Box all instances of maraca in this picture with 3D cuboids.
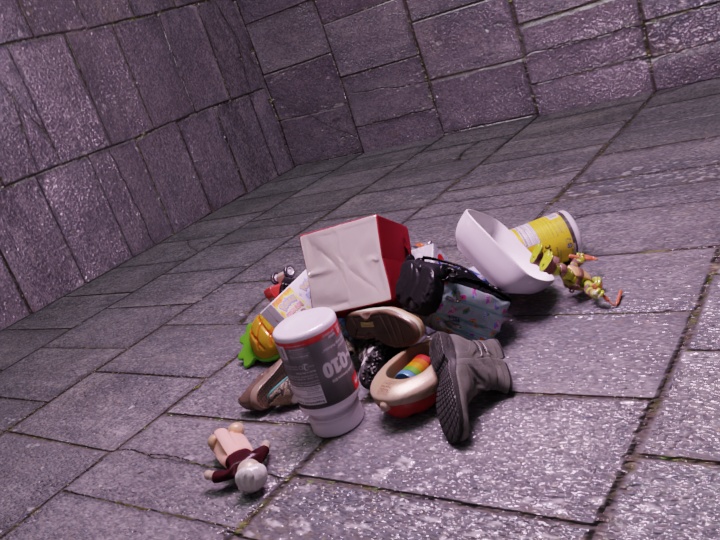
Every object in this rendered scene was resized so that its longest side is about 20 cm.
[{"bbox_3d":[-0.204,0.146,1.641,0.199,0.107,0.138,-26,45,30],"label":"maraca"}]

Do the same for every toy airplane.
[{"bbox_3d":[-0.118,0.073,1.762,0.198,0.142,0.200,-7,-17,6],"label":"toy airplane"}]

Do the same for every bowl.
[{"bbox_3d":[0.280,-0.024,1.451,0.075,0.200,0.199,-50,-26,19],"label":"bowl"}]

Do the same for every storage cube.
[{"bbox_3d":[0.000,0.000,1.471,0.199,0.172,0.180,-13,-9,20],"label":"storage cube"}]

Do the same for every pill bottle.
[{"bbox_3d":[0.374,-0.048,1.596,0.199,0.112,0.111,-20,18,-3],"label":"pill bottle"},{"bbox_3d":[-0.067,0.176,1.253,0.113,0.201,0.114,-17,18,6],"label":"pill bottle"}]

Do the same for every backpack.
[{"bbox_3d":[0.175,0.058,1.349,0.199,0.127,0.167,21,7,-22],"label":"backpack"}]

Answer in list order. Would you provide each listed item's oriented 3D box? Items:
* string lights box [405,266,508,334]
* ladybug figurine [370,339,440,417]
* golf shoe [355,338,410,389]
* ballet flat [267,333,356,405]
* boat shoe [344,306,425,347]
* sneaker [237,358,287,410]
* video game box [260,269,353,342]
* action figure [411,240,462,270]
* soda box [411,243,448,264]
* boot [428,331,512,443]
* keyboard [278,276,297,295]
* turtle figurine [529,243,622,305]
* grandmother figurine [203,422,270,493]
[{"bbox_3d":[0.202,0.058,1.551,0.199,0.059,0.103,-24,19,-13],"label":"string lights box"},{"bbox_3d":[0.098,0.190,1.251,0.135,0.072,0.200,1,26,46],"label":"ladybug figurine"},{"bbox_3d":[0.030,0.175,1.393,0.094,0.078,0.200,-29,9,31],"label":"golf shoe"},{"bbox_3d":[-0.087,0.204,1.401,0.200,0.068,0.075,-42,62,-17],"label":"ballet flat"},{"bbox_3d":[0.056,0.093,1.350,0.076,0.072,0.199,-17,15,-37],"label":"boat shoe"},{"bbox_3d":[-0.171,0.211,1.476,0.075,0.071,0.200,-11,18,41],"label":"sneaker"},{"bbox_3d":[-0.093,0.101,1.537,0.047,0.182,0.200,-44,3,34],"label":"video game box"},{"bbox_3d":[0.140,-0.007,1.743,0.199,0.105,0.194,-9,30,38],"label":"action figure"},{"bbox_3d":[0.092,0.007,1.597,0.199,0.068,0.064,-17,53,33],"label":"soda box"},{"bbox_3d":[0.188,0.182,1.161,0.130,0.068,0.201,10,48,-15],"label":"boot"},{"bbox_3d":[-0.091,0.086,1.655,0.199,0.128,0.021,10,30,11],"label":"keyboard"},{"bbox_3d":[0.410,0.003,1.415,0.065,0.160,0.200,-59,16,27],"label":"turtle figurine"},{"bbox_3d":[-0.206,0.318,1.222,0.121,0.061,0.200,-35,19,-18],"label":"grandmother figurine"}]
